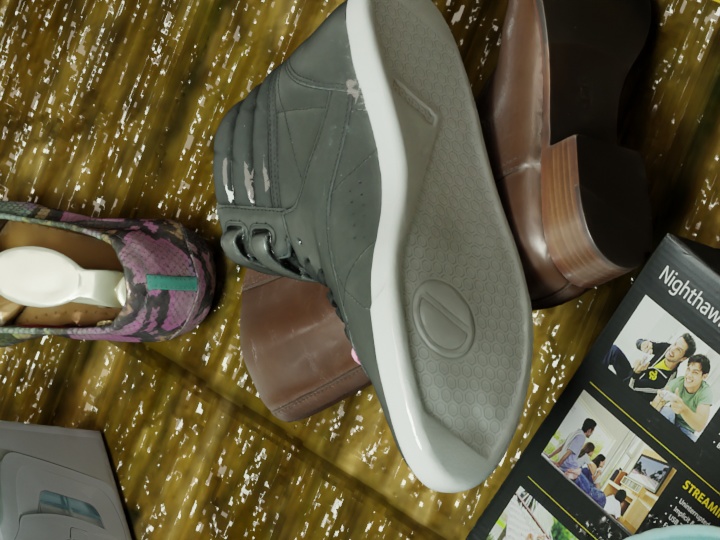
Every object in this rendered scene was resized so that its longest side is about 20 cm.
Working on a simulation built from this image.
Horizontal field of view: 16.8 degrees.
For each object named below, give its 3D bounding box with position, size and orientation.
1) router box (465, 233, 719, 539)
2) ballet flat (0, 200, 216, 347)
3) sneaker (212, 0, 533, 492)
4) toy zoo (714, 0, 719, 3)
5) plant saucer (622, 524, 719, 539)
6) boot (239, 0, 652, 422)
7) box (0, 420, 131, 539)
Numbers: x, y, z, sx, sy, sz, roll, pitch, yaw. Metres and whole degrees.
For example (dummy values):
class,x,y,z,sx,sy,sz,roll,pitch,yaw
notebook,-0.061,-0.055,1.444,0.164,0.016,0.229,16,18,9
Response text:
class,x,y,z,sx,sy,sz,roll,pitch,yaw
router box,0.147,0.104,0.856,0.200,0.051,0.150,42,106,33
ballet flat,-0.155,0.001,1.082,0.199,0.071,0.070,1,85,37
sneaker,0.000,0.000,0.892,0.099,0.070,0.201,-33,56,39
toy zoo,0.145,-0.143,0.849,0.199,0.020,0.132,28,144,31
plant saucer,0.101,0.182,0.760,0.199,0.036,0.202,-29,52,45
boot,0.023,-0.050,0.968,0.199,0.064,0.188,-26,53,43
box,-0.188,0.187,1.065,0.199,0.096,0.178,-32,67,29
